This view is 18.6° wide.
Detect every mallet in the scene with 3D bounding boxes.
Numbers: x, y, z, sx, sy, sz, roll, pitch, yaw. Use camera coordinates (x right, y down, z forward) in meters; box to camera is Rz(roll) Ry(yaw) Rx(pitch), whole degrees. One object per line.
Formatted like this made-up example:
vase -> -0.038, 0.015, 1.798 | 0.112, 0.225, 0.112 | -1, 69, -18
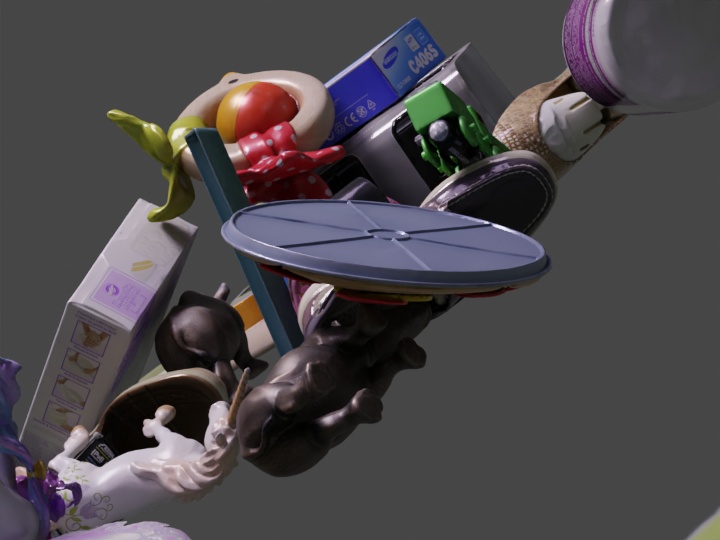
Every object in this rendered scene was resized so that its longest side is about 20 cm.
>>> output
mallet -> -0.031, -0.041, 1.504 | 0.066, 0.041, 0.200 | -41, 18, -6

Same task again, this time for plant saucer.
plant saucer -> -0.074, -0.009, 1.559 | 0.019, 0.201, 0.070 | -23, 3, -11

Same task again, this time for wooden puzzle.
wooden puzzle -> -0.054, 0.013, 2.032 | 0.200, 0.046, 0.185 | -41, 7, -37

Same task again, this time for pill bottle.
pill bottle -> 0.202, -0.165, 1.541 | 0.112, 0.113, 0.200 | -37, 6, -2

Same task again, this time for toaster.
toaster -> 0.052, -0.081, 1.769 | 0.180, 0.119, 0.200 | -35, 6, 16

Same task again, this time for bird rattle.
bird rattle -> -0.088, -0.104, 1.678 | 0.199, 0.113, 0.163 | -1, 39, 38

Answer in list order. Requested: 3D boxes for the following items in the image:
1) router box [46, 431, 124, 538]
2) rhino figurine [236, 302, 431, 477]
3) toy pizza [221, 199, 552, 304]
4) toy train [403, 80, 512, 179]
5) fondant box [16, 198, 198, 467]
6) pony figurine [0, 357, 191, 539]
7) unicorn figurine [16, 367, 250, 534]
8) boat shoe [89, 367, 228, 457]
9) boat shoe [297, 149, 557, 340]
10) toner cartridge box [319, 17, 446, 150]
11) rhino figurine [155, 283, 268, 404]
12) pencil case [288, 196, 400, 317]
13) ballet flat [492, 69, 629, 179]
router box -> -0.269, 0.215, 1.602 | 0.200, 0.062, 0.150 | -35, 7, 26
rhino figurine -> -0.011, 0.059, 1.287 | 0.087, 0.060, 0.200 | -36, 3, 30
toy pizza -> 0.015, -0.007, 1.318 | 0.199, 0.032, 0.200 | 5, 13, -1
toy train -> 0.080, -0.080, 1.505 | 0.042, 0.057, 0.200 | -29, -21, 13
fondant box -> -0.206, 0.062, 1.764 | 0.145, 0.058, 0.201 | -62, -3, -50
pony figurine -> -0.214, 0.154, 1.287 | 0.192, 0.201, 0.167 | -22, -7, -20
unicorn figurine -> -0.142, 0.130, 1.469 | 0.199, 0.074, 0.137 | -34, 15, 1
boat shoe -> -0.161, 0.122, 1.678 | 0.200, 0.072, 0.065 | -40, 3, 40
boat shoe -> 0.045, -0.003, 1.437 | 0.199, 0.072, 0.065 | -32, 19, 10
toner cartridge box -> -0.029, -0.125, 1.790 | 0.200, 0.043, 0.095 | -33, 8, 35
rhino figurine -> -0.119, 0.057, 1.775 | 0.060, 0.088, 0.200 | -35, 6, 8
pencil case -> 0.000, 0.000, 1.588 | 0.086, 0.083, 0.200 | -19, 9, 10
ballet flat -> 0.164, -0.122, 1.668 | 0.065, 0.071, 0.200 | -26, 13, 42
